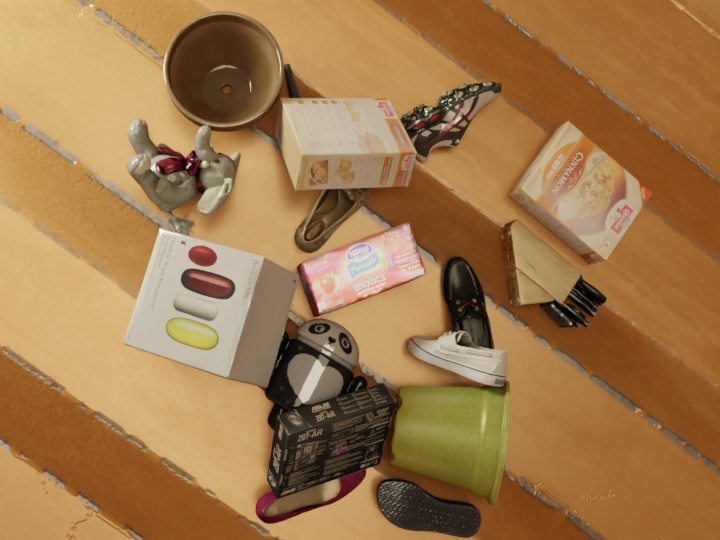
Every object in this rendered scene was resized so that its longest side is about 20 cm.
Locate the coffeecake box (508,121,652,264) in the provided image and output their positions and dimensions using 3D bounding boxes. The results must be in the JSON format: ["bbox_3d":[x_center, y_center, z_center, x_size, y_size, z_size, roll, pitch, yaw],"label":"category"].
[{"bbox_3d":[0.391,-0.136,1.706,0.199,0.073,0.155,38,80,-5],"label":"coffeecake box"}]

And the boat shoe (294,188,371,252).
[{"bbox_3d":[-0.037,-0.116,1.643,0.073,0.063,0.202,35,81,-4],"label":"boat shoe"}]

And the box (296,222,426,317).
[{"bbox_3d":[0.000,0.000,1.621,0.197,0.103,0.096,-20,89,-9],"label":"box"}]

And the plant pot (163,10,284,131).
[{"bbox_3d":[-0.227,-0.320,1.607,0.196,0.093,0.205,1,78,-6],"label":"plant pot"}]

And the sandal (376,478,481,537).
[{"bbox_3d":[0.111,0.411,1.644,0.197,0.043,0.077,23,89,-16],"label":"sandal"}]

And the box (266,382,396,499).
[{"bbox_3d":[-0.047,0.275,1.545,0.197,0.162,0.044,-14,45,-27],"label":"box"}]

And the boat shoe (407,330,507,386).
[{"bbox_3d":[0.162,0.133,1.600,0.071,0.198,0.067,5,100,-42],"label":"boat shoe"}]

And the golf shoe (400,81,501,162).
[{"bbox_3d":[0.165,-0.269,1.692,0.197,0.077,0.089,-27,110,-7],"label":"golf shoe"}]

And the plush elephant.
[{"bbox_3d":[-0.274,-0.163,1.565,0.153,0.165,0.202,-25,119,3],"label":"plush elephant"}]

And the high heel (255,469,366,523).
[{"bbox_3d":[-0.077,0.370,1.584,0.197,0.096,0.069,-22,89,-10],"label":"high heel"}]

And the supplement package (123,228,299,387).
[{"bbox_3d":[-0.233,0.061,1.521,0.196,0.147,0.195,14,83,21],"label":"supplement package"}]

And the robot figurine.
[{"bbox_3d":[-0.081,0.179,1.582,0.150,0.124,0.203,36,79,-44],"label":"robot figurine"}]

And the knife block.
[{"bbox_3d":[0.347,0.005,1.694,0.172,0.064,0.205,-7,87,-10],"label":"knife block"}]

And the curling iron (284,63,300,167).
[{"bbox_3d":[-0.113,-0.259,1.660,0.049,0.026,0.205,-6,87,-12],"label":"curling iron"}]

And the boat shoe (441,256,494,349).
[{"bbox_3d":[0.190,0.074,1.666,0.072,0.063,0.206,-10,86,-7],"label":"boat shoe"}]

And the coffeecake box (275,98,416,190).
[{"bbox_3d":[-0.027,-0.212,1.586,0.196,0.074,0.155,-4,45,-20],"label":"coffeecake box"}]

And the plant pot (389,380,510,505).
[{"bbox_3d":[0.144,0.271,1.592,0.180,0.200,0.205,8,84,3],"label":"plant pot"}]
